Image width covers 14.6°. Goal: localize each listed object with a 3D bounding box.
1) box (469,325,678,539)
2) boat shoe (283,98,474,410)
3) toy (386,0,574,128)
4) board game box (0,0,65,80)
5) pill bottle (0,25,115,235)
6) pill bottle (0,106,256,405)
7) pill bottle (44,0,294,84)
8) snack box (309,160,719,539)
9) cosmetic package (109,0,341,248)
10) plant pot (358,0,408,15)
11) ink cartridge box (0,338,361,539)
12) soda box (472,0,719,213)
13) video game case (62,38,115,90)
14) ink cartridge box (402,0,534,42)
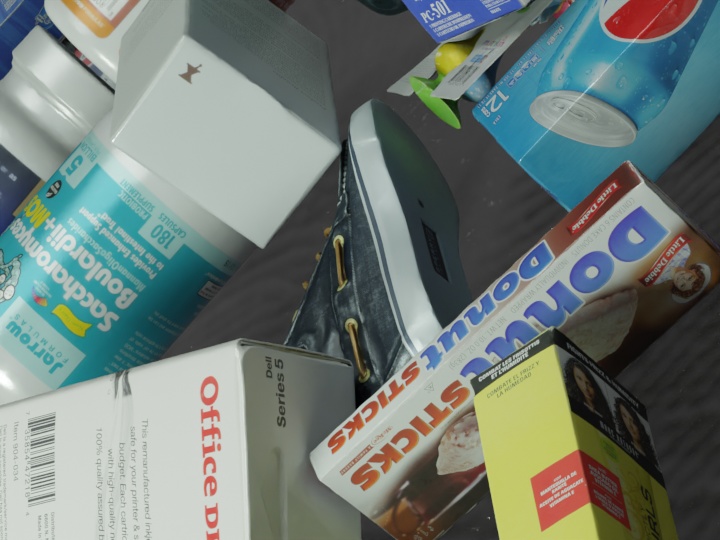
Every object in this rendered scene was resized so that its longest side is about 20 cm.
[{"bbox_3d":[0.097,0.119,1.167,0.050,0.075,0.201,-35,35,22],"label":"box"},{"bbox_3d":[0.000,0.000,1.398,0.091,0.071,0.201,-35,37,19],"label":"boat shoe"},{"bbox_3d":[0.110,-0.143,1.419,0.200,0.047,0.115,-41,14,-9],"label":"toy"},{"bbox_3d":[-0.265,-0.157,1.853,0.200,0.043,0.199,-46,29,9],"label":"board game box"},{"bbox_3d":[-0.218,-0.038,1.657,0.200,0.116,0.116,-50,33,2],"label":"pill bottle"},{"bbox_3d":[-0.153,0.016,1.532,0.200,0.111,0.111,-49,33,3],"label":"pill bottle"},{"bbox_3d":[-0.082,-0.192,1.649,0.200,0.112,0.112,-47,33,4],"label":"pill bottle"},{"bbox_3d":[0.072,0.041,1.272,0.200,0.072,0.024,-43,32,12],"label":"snack box"},{"bbox_3d":[-0.072,-0.096,1.498,0.071,0.101,0.200,-52,14,14],"label":"cosmetic package"},{"bbox_3d":[0.027,-0.257,1.506,0.196,0.195,0.201,-20,49,46],"label":"plant pot"},{"bbox_3d":[-0.096,0.125,1.339,0.199,0.084,0.147,-16,71,40],"label":"ink cartridge box"},{"bbox_3d":[0.151,-0.117,1.336,0.200,0.068,0.064,-47,33,6],"label":"soda box"},{"bbox_3d":[-0.163,-0.169,1.803,0.183,0.023,0.200,-53,33,-3],"label":"video game case"},{"bbox_3d":[0.109,-0.198,1.396,0.200,0.044,0.094,-46,13,-23],"label":"ink cartridge box"}]
